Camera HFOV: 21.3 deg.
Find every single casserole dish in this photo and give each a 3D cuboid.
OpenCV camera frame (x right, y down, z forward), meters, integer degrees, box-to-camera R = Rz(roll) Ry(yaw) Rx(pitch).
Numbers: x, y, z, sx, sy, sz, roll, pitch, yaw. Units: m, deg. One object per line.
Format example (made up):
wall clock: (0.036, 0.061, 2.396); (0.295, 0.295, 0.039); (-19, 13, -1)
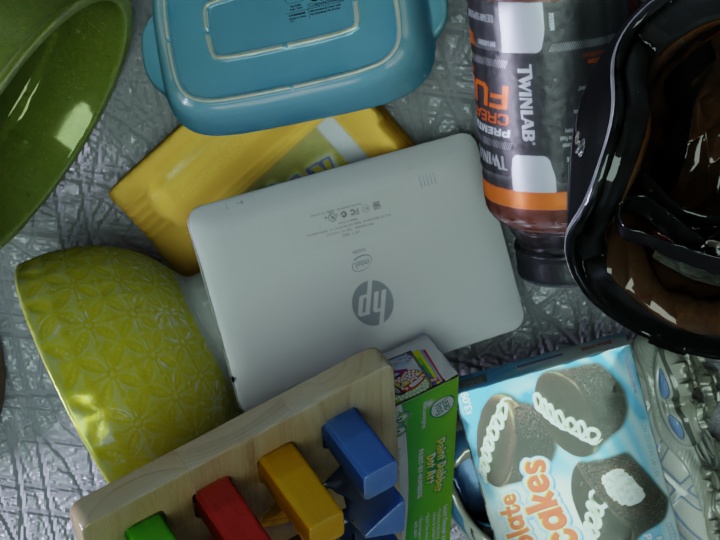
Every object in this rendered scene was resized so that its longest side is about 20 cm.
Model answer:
casserole dish: (-0.045, -0.154, 1.181); (0.198, 0.039, 0.123); (-11, 85, 9)

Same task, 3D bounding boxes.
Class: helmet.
helmet: (0.207, -0.069, 1.051); (0.198, 0.192, 0.201); (20, 154, 10)

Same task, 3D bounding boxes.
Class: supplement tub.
supplement tub: (0.123, -0.095, 1.169); (0.106, 0.107, 0.202); (-4, 108, 7)

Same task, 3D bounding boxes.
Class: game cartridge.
game cartridge: (-0.037, -0.033, 1.246); (0.176, 0.032, 0.200); (-40, 101, 16)

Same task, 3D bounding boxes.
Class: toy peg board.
toy peg board: (-0.045, 0.179, 1.101); (0.198, 0.098, 0.201); (-26, 143, -18)

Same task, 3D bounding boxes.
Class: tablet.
tablet: (0.000, 0.000, 1.189); (0.198, 0.014, 0.132); (-17, 92, -19)

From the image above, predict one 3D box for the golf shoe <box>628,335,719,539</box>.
golf shoe: (0.202, 0.136, 1.268); (0.096, 0.078, 0.202); (-11, 102, 27)

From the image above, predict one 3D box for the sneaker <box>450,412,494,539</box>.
sneaker: (0.109, 0.183, 1.283); (0.071, 0.073, 0.201); (-31, 104, 13)

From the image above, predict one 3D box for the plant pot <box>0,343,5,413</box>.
plant pot: (-0.348, 0.090, 1.246); (0.198, 0.175, 0.203); (2, 108, 5)

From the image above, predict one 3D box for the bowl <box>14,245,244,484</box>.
bowl: (-0.124, 0.060, 1.210); (0.107, 0.200, 0.202); (-27, 104, 0)

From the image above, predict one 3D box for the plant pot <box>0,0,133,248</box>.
plant pot: (-0.272, -0.134, 1.172); (0.189, 0.200, 0.201); (33, 109, 8)

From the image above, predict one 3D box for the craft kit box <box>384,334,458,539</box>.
craft kit box: (-0.031, 0.155, 1.206); (0.196, 0.049, 0.201); (-22, 141, -19)

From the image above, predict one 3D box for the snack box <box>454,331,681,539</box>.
snack box: (0.139, 0.151, 1.216); (0.115, 0.037, 0.202); (-16, 102, 5)
